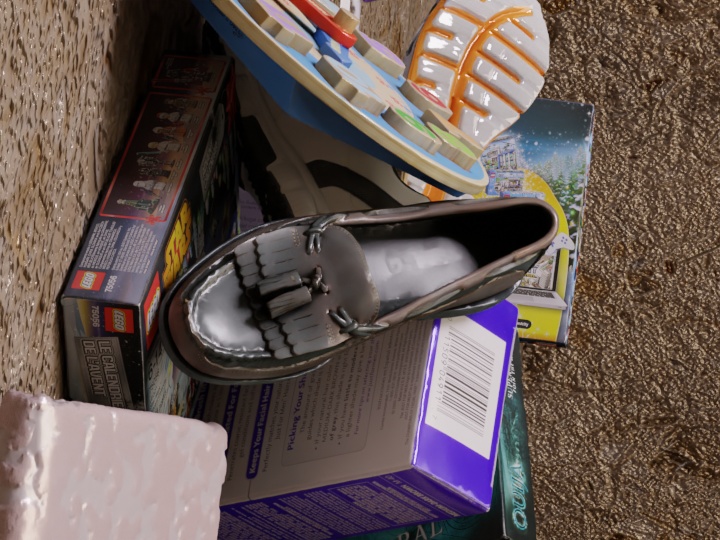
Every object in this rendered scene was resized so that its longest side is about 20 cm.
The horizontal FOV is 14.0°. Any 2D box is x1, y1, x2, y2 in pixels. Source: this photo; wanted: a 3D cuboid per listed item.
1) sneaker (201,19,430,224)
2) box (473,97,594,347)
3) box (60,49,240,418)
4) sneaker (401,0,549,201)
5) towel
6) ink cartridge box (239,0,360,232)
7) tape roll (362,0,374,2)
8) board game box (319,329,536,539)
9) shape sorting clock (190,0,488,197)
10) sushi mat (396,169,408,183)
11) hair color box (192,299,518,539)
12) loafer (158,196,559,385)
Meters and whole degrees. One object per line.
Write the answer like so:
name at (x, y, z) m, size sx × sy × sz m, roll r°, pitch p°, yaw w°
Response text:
sneaker at (-0.026, -0.068, 1.475) m, size 0.074 × 0.080 × 0.201 m, roll 95°, pitch -24°, yaw -51°
box at (0.028, -0.036, 1.668) m, size 0.038 × 0.199 × 0.138 m, roll 54°, pitch 44°, yaw -82°
box at (-0.096, 0.007, 1.392) m, size 0.201 × 0.040 × 0.138 m, roll -74°, pitch 167°, yaw -51°
sneaker at (0.037, -0.081, 1.616) m, size 0.077 × 0.078 × 0.201 m, roll -10°, pitch -130°, yaw 61°
towel at (-0.117, 0.156, 1.248) m, size 0.191 × 0.032 × 0.202 m, roll 15°, pitch 82°, yaw -68°
ink cartridge box at (-0.047, -0.067, 1.586) m, size 0.117 × 0.067 × 0.201 m, roll 69°, pitch 29°, yaw -79°
tape roll at (0.011, -0.255, 1.649) m, size 0.200 × 0.065 × 0.202 m, roll -11°, pitch 90°, yaw -89°
board game box at (0.001, 0.120, 1.477) m, size 0.028 × 0.199 × 0.136 m, roll 32°, pitch 40°, yaw -37°
shape sorting clock at (-0.015, -0.106, 1.396) m, size 0.039 × 0.200 × 0.200 m, roll -52°, pitch 180°, yaw 14°
sushi mat at (0.000, 0.000, 1.545) m, size 0.096 × 0.012 × 0.201 m, roll -127°, pitch -141°, yaw -57°
hair color box at (-0.019, 0.073, 1.456) m, size 0.065 × 0.199 × 0.110 m, roll 32°, pitch 57°, yaw -39°
loafer at (0.002, -0.002, 1.333) m, size 0.063 × 0.199 × 0.072 m, roll -33°, pitch -104°, yaw 55°
